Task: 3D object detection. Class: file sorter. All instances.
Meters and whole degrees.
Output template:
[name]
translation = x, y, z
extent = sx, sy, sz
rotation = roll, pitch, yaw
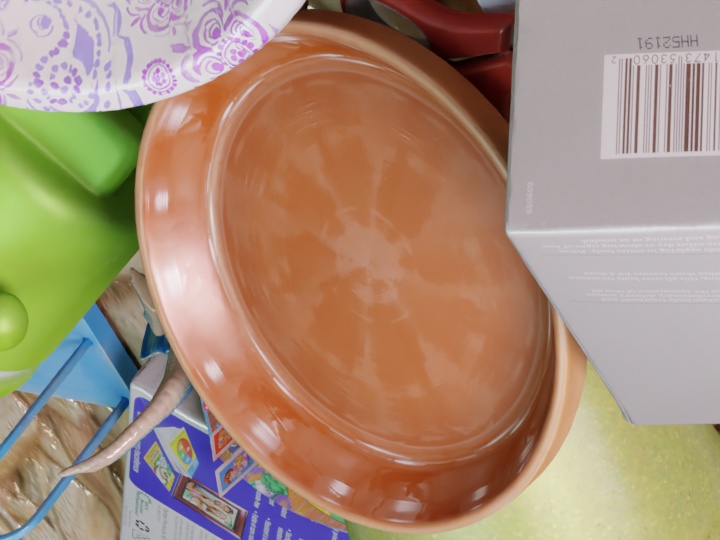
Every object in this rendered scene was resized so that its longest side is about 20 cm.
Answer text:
[file sorter]
translation = -0.233, 0.031, 1.306
extent = 0.138, 0.123, 0.200
rotation = 6, 137, 39

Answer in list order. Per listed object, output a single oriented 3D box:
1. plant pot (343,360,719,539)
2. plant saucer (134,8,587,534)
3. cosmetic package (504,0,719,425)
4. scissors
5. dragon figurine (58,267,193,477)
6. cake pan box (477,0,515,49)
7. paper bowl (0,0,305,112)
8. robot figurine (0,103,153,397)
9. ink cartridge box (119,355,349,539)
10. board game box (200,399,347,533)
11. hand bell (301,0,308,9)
[plant pot]
translation = 0.060, 0.066, 1.027
extent = 0.200, 0.200, 0.185
rotation = 0, 123, 44
[plant saucer]
translation = 0.000, 0.000, 0.908
extent = 0.200, 0.032, 0.201
rotation = 20, 124, 32
[cosmetic package]
translation = 0.118, -0.015, 0.794
extent = 0.106, 0.091, 0.200
rotation = -2, 162, 15
[scissors]
translation = 0.061, -0.072, 0.824
extent = 0.200, 0.014, 0.073
rotation = 6, 136, 53
[dragon figurine]
translation = -0.061, 0.013, 1.044
extent = 0.059, 0.201, 0.100
rotation = 18, 161, 6
[cake pan box]
translation = 0.114, -0.126, 0.798
extent = 0.183, 0.052, 0.200
rotation = -4, 133, 33
[paper bowl]
translation = -0.100, -0.161, 0.825
extent = 0.199, 0.105, 0.201
rotation = 3, 130, 3
[robot figurine]
translation = -0.169, -0.020, 1.140
extent = 0.116, 0.176, 0.200
rotation = 39, 116, -5
[ink cartridge box]
translation = -0.038, 0.148, 1.345
extent = 0.199, 0.043, 0.199
rotation = 31, 147, 12
[board game box]
translation = -0.026, 0.061, 1.181
extent = 0.157, 0.039, 0.201
rotation = 11, 129, 28
[hand bell]
translation = 0.007, -0.150, 0.890
extent = 0.199, 0.104, 0.104
rotation = -23, 117, 41
